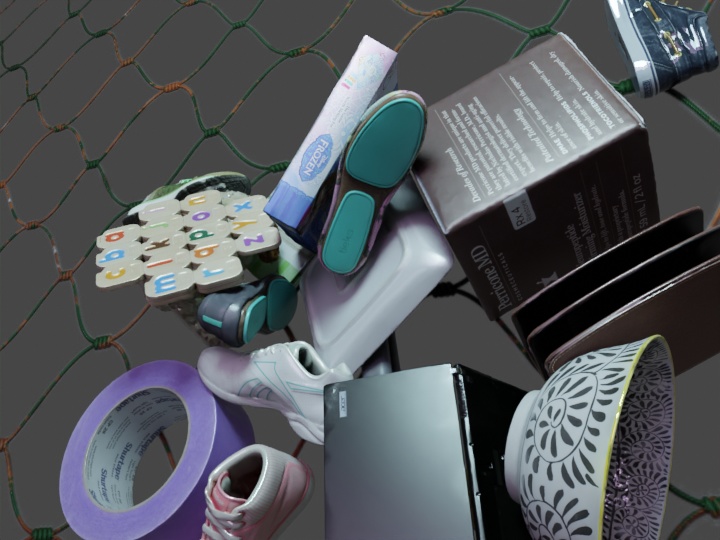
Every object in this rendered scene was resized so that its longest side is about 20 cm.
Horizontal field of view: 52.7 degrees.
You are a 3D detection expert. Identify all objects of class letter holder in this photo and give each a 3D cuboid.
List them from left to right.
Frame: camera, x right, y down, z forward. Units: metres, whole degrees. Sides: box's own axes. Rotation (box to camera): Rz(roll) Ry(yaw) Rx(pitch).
[{"bbox_3d":[0.238,0.026,0.633,0.198,0.142,0.101,-30,48,6],"label":"letter holder"}]

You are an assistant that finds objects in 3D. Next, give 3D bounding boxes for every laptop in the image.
[{"bbox_3d":[0.077,0.182,0.613,0.103,0.198,0.179,-38,41,38],"label":"laptop"}]

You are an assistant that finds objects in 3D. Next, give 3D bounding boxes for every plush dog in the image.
[{"bbox_3d":[-0.191,-0.029,0.896,0.199,0.161,0.172,26,66,39],"label":"plush dog"}]

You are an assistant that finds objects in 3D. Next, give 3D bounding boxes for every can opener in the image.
[{"bbox_3d":[0.013,0.119,0.748,0.066,0.053,0.202,-16,51,18],"label":"can opener"}]

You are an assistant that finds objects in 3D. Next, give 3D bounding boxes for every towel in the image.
[{"bbox_3d":[-0.073,-0.067,0.949,0.200,0.031,0.149,-48,47,-7],"label":"towel"}]

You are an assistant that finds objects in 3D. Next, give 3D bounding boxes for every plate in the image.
[{"bbox_3d":[0.000,0.000,0.783,0.200,0.032,0.201,-48,32,20],"label":"plate"}]

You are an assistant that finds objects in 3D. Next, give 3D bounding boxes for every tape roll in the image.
[{"bbox_3d":[-0.219,0.206,0.790,0.197,0.085,0.202,-15,52,20],"label":"tape roll"}]

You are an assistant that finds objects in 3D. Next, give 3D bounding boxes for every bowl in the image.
[{"bbox_3d":[0.169,0.144,0.551,0.093,0.201,0.203,5,60,34],"label":"bowl"}]

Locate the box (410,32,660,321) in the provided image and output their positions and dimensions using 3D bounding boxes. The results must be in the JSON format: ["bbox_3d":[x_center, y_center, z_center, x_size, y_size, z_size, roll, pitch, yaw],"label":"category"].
[{"bbox_3d":[0.168,-0.092,0.738,0.198,0.166,0.165,-29,49,8],"label":"box"}]

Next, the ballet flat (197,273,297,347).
[{"bbox_3d":[-0.124,0.038,0.793,0.072,0.200,0.074,1,95,10],"label":"ballet flat"}]

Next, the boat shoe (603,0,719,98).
[{"bbox_3d":[0.347,-0.292,0.856,0.090,0.071,0.203,-16,58,16],"label":"boat shoe"}]

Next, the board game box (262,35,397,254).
[{"bbox_3d":[-0.023,-0.123,0.796,0.043,0.200,0.201,28,87,6],"label":"board game box"}]

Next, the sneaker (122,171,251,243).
[{"bbox_3d":[-0.247,-0.110,1.043,0.197,0.077,0.089,-16,43,14],"label":"sneaker"}]

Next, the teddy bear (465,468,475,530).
[{"bbox_3d":[0.049,0.203,0.627,0.067,0.143,0.202,129,153,-53],"label":"teddy bear"}]

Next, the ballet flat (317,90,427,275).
[{"bbox_3d":[0.008,-0.090,0.719,0.068,0.202,0.071,20,27,-5],"label":"ballet flat"}]

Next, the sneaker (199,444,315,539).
[{"bbox_3d":[-0.132,0.254,0.696,0.075,0.105,0.201,27,74,36],"label":"sneaker"}]

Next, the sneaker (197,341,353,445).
[{"bbox_3d":[-0.083,0.104,0.740,0.198,0.070,0.082,16,108,29],"label":"sneaker"}]

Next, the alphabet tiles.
[{"bbox_3d":[-0.187,-0.031,0.789,0.193,0.015,0.201,-15,35,-11],"label":"alphabet tiles"}]
